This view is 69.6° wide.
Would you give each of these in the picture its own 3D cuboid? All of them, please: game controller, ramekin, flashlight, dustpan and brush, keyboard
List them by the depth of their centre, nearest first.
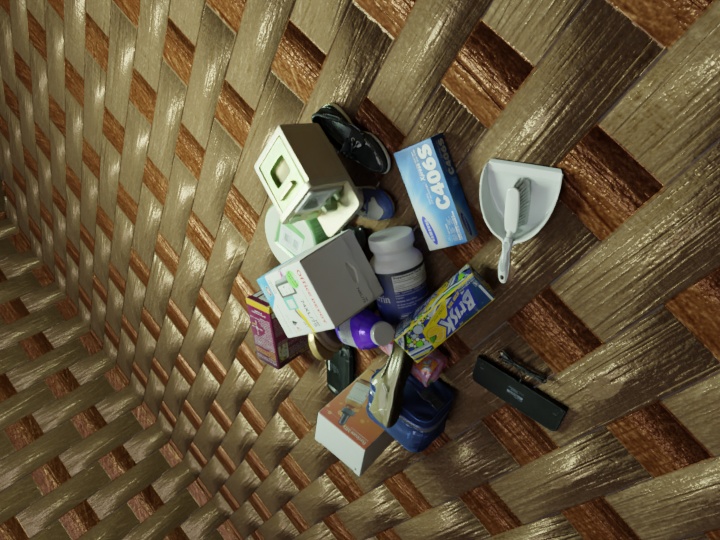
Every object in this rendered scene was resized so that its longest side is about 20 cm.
[{"bbox_3d":[0.261,-0.077,0.887,0.138,0.057,0.202,19,125,36],"label":"dustpan and brush"},{"bbox_3d":[0.320,0.229,1.039,0.199,0.021,0.128,31,137,27],"label":"keyboard"},{"bbox_3d":[0.000,0.000,1.184,0.068,0.067,0.203,-148,47,-63],"label":"flashlight"},{"bbox_3d":[-0.136,-0.091,1.232,0.198,0.097,0.202,22,127,33],"label":"ramekin"},{"bbox_3d":[-0.056,0.271,1.418,0.104,0.042,0.202,36,134,44],"label":"game controller"}]

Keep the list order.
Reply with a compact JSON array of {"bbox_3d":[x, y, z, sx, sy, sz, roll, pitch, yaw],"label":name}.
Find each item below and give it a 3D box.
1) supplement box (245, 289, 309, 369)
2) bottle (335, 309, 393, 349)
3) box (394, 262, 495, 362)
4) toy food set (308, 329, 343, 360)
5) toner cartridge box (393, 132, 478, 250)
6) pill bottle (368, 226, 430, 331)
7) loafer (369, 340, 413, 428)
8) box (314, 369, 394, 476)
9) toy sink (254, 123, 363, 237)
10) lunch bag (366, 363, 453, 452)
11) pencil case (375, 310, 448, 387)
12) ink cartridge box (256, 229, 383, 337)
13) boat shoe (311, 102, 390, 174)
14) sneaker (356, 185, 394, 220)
[{"bbox_3d":[-0.222,0.147,1.430,0.102,0.130,0.203,18,124,37],"label":"supplement box"},{"bbox_3d":[0.006,0.124,1.099,0.199,0.065,0.085,-3,103,67],"label":"bottle"},{"bbox_3d":[0.159,0.082,0.998,0.070,0.064,0.200,43,108,-11],"label":"box"},{"bbox_3d":[-0.092,0.106,1.248,0.048,0.198,0.202,-23,93,19],"label":"toy food set"},{"bbox_3d":[0.142,-0.144,0.976,0.094,0.043,0.202,-12,104,48],"label":"toner cartridge box"},{"bbox_3d":[0.081,0.018,1.075,0.115,0.115,0.203,4,115,42],"label":"pill bottle"},{"bbox_3d":[0.062,0.227,1.094,0.067,0.076,0.203,13,88,25],"label":"loafer"},{"bbox_3d":[0.010,0.371,1.283,0.151,0.199,0.107,31,131,26],"label":"box"},{"bbox_3d":[-0.109,-0.171,1.031,0.130,0.111,0.202,-41,73,45],"label":"toy sink"},{"bbox_3d":[0.108,0.293,1.192,0.199,0.135,0.134,31,131,29],"label":"lunch bag"},{"bbox_3d":[0.100,0.170,1.169,0.199,0.087,0.088,36,134,23],"label":"pencil case"},{"bbox_3d":[-0.085,0.031,1.061,0.199,0.145,0.148,-20,101,54],"label":"ink cartridge box"},{"bbox_3d":[-0.024,-0.262,1.051,0.200,0.066,0.075,49,137,10],"label":"boat shoe"},{"bbox_3d":[-0.023,-0.144,1.102,0.198,0.088,0.076,23,125,32],"label":"sneaker"}]
